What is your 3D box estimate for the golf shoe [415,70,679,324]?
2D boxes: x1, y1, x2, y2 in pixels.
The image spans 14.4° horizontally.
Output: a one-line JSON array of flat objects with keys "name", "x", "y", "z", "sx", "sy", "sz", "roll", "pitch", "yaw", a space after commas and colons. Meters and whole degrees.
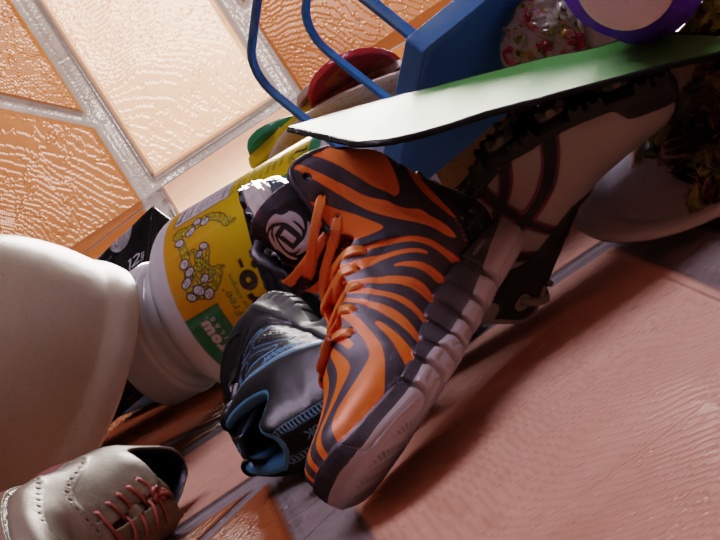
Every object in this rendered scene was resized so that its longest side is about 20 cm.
[{"name": "golf shoe", "x": 0.078, "y": -0.028, "z": 1.371, "sx": 0.199, "sy": 0.088, "sz": 0.077, "roll": -32, "pitch": 6, "yaw": 19}]

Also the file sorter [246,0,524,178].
[{"name": "file sorter", "x": 0.047, "y": -0.162, "z": 1.570, "sx": 0.200, "sy": 0.122, "sz": 0.139, "roll": -41, "pitch": -21, "yaw": -30}]

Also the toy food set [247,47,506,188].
[{"name": "toy food set", "x": 0.035, "y": -0.085, "z": 1.722, "sx": 0.197, "sy": 0.049, "sz": 0.200, "roll": 6, "pitch": -30, "yaw": -39}]

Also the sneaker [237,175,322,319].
[{"name": "sneaker", "x": 0.000, "y": 0.000, "z": 1.505, "sx": 0.086, "sy": 0.078, "sz": 0.200, "roll": -24, "pitch": 33, "yaw": -13}]

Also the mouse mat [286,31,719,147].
[{"name": "mouse mat", "x": 0.074, "y": -0.086, "z": 1.339, "sx": 0.199, "sy": 0.008, "sz": 0.161, "roll": -14, "pitch": 9, "yaw": -13}]

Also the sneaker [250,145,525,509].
[{"name": "sneaker", "x": -0.009, "y": 0.019, "z": 1.264, "sx": 0.078, "sy": 0.112, "sz": 0.200, "roll": -59, "pitch": -1, "yaw": 37}]

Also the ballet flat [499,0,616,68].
[{"name": "ballet flat", "x": 0.161, "y": -0.163, "z": 1.511, "sx": 0.200, "sy": 0.076, "sz": 0.064, "roll": -41, "pitch": 43, "yaw": -12}]

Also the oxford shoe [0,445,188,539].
[{"name": "oxford shoe", "x": -0.131, "y": 0.121, "z": 1.400, "sx": 0.074, "sy": 0.071, "sz": 0.200, "roll": -26, "pitch": 10, "yaw": 10}]

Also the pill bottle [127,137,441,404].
[{"name": "pill bottle", "x": -0.052, "y": 0.000, "z": 1.657, "sx": 0.199, "sy": 0.113, "sz": 0.113, "roll": -29, "pitch": 9, "yaw": 28}]

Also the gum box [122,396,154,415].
[{"name": "gum box", "x": -0.070, "y": 0.013, "z": 1.905, "sx": 0.169, "sy": 0.045, "sz": 0.200, "roll": -24, "pitch": 13, "yaw": 46}]

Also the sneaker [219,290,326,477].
[{"name": "sneaker", "x": -0.042, "y": 0.059, "z": 1.401, "sx": 0.082, "sy": 0.073, "sz": 0.200, "roll": -37, "pitch": 8, "yaw": -17}]

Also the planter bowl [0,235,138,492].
[{"name": "planter bowl", "x": -0.235, "y": 0.061, "z": 1.628, "sx": 0.200, "sy": 0.134, "sz": 0.201, "roll": -45, "pitch": 29, "yaw": 34}]

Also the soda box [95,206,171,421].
[{"name": "soda box", "x": -0.172, "y": 0.053, "z": 1.805, "sx": 0.200, "sy": 0.071, "sz": 0.064, "roll": -41, "pitch": 27, "yaw": 27}]

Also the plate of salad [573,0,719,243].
[{"name": "plate of salad", "x": 0.177, "y": -0.091, "z": 1.380, "sx": 0.199, "sy": 0.048, "sz": 0.200, "roll": -32, "pitch": 24, "yaw": 16}]

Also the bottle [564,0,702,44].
[{"name": "bottle", "x": 0.127, "y": -0.150, "z": 1.364, "sx": 0.065, "sy": 0.084, "sz": 0.200, "roll": -42, "pitch": 5, "yaw": 12}]
